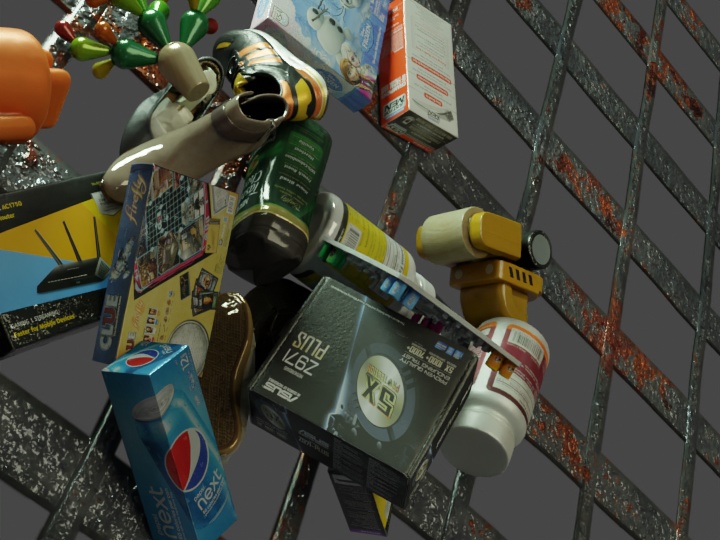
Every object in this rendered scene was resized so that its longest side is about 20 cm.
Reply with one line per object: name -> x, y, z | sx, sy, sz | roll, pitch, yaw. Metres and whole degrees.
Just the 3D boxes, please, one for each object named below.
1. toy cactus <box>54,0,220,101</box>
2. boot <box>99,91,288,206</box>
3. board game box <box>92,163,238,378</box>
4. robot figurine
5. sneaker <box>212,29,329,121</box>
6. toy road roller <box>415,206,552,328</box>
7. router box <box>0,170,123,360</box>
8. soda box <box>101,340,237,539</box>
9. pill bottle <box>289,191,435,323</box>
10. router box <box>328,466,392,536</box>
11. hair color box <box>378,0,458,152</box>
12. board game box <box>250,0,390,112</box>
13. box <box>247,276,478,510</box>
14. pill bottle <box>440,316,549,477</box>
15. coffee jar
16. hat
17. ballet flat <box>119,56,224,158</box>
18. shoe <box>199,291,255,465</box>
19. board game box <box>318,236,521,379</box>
toy cactus -> -0.233, -0.258, 1.357 | 0.198, 0.103, 0.166 | -23, 68, -36
boot -> -0.171, -0.138, 1.271 | 0.071, 0.145, 0.199 | 59, 37, -2
board game box -> -0.199, 0.003, 1.228 | 0.135, 0.034, 0.204 | 17, 83, -55
robot figurine -> -0.384, -0.182, 1.156 | 0.198, 0.116, 0.146 | -6, 82, -49
sneaker -> -0.129, -0.237, 1.425 | 0.089, 0.071, 0.199 | -15, 39, -44
toy road roller -> 0.175, 0.007, 1.670 | 0.198, 0.122, 0.149 | 20, 69, -41
router box -> -0.309, -0.009, 1.197 | 0.199, 0.051, 0.151 | -21, 86, -50
soda box -> -0.188, 0.175, 1.177 | 0.064, 0.067, 0.203 | -39, 123, -49
pill bottle -> 0.000, 0.000, 1.485 | 0.199, 0.110, 0.113 | 37, 48, -30
router box -> 0.017, 0.185, 1.395 | 0.150, 0.050, 0.202 | 75, 23, -52
hair color box -> 0.083, -0.290, 1.755 | 0.110, 0.063, 0.203 | 23, 55, -40
board game box -> -0.051, -0.357, 1.656 | 0.198, 0.043, 0.203 | 33, 50, -31
box -> 0.003, 0.128, 1.275 | 0.198, 0.087, 0.165 | 27, 60, 14
pill bottle -> 0.179, 0.170, 1.595 | 0.114, 0.113, 0.201 | 47, 44, -19
coffee jar -> -0.100, -0.085, 1.424 | 0.085, 0.104, 0.202 | 30, 51, -24
hat -> -0.059, 0.088, 1.401 | 0.199, 0.080, 0.204 | 24, 54, -38
ballet flat -> -0.213, -0.186, 1.378 | 0.073, 0.073, 0.201 | 48, 44, -19
shoe -> -0.152, 0.119, 1.312 | 0.054, 0.069, 0.203 | 79, 10, -58
board game box -> 0.062, 0.042, 1.348 | 0.199, 0.199, 0.026 | 36, 86, -30
